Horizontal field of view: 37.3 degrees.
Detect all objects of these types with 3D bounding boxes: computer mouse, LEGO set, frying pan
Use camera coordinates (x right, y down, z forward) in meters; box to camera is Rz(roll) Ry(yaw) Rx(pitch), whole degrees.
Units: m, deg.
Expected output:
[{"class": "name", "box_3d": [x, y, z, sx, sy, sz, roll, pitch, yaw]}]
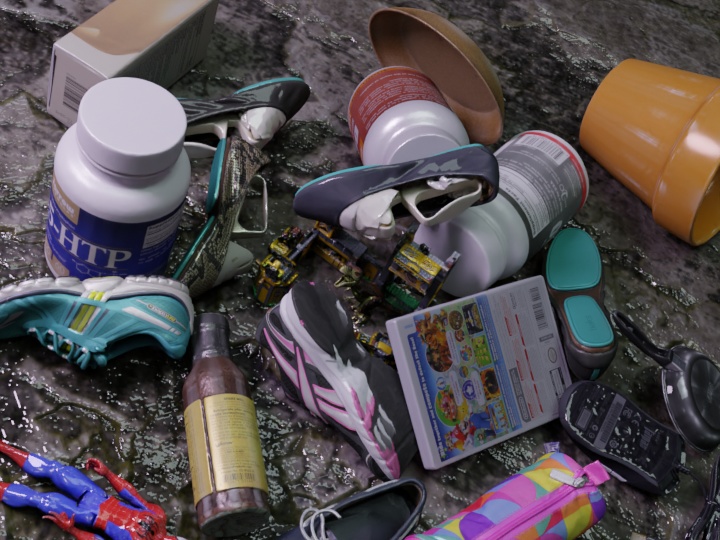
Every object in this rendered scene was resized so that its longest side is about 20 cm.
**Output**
[{"class": "computer mouse", "box_3d": [0.270, 0.205, 1.051, 0.200, 0.046, 0.140, 27, 62, 0]}, {"class": "LEGO set", "box_3d": [0.000, 0.000, 1.048, 0.200, 0.116, 0.154, 42, 51, 13]}, {"class": "frying pan", "box_3d": [0.336, 0.100, 1.114, 0.115, 0.031, 0.190, -35, 98, -47]}]

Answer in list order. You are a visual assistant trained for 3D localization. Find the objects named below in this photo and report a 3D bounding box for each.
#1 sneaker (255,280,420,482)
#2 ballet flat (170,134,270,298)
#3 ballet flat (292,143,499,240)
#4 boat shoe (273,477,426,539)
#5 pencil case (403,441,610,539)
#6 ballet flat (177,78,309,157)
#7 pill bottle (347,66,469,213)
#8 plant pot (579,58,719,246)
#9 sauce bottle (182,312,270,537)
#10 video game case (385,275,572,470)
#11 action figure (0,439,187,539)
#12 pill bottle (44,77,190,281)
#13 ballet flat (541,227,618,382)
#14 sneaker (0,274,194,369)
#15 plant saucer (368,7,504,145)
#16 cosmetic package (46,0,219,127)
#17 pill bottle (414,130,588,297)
[{"class": "sneaker", "box_3d": [-0.023, 0.108, 0.991, 0.080, 0.086, 0.200, -29, 88, -52]}, {"class": "ballet flat", "box_3d": [-0.130, -0.043, 1.054, 0.075, 0.068, 0.200, 23, 60, -14]}, {"class": "ballet flat", "box_3d": [0.038, -0.068, 1.001, 0.200, 0.073, 0.073, -14, 58, -6]}, {"class": "boat shoe", "box_3d": [-0.024, 0.236, 0.897, 0.200, 0.062, 0.075, -21, 67, -32]}, {"class": "pencil case", "box_3d": [0.128, 0.230, 0.945, 0.200, 0.088, 0.088, -25, 66, -32]}, {"class": "ballet flat", "box_3d": [-0.142, -0.154, 1.142, 0.200, 0.068, 0.068, -13, 68, -17]}, {"class": "pill bottle", "box_3d": [0.052, -0.138, 1.130, 0.112, 0.112, 0.200, 11, 24, -13]}, {"class": "plant pot", "box_3d": [0.373, -0.159, 1.282, 0.183, 0.200, 0.200, 34, 48, 27]}, {"class": "sauce bottle", "box_3d": [-0.122, 0.130, 0.937, 0.065, 0.065, 0.200, 2, 55, -20]}, {"class": "video game case", "box_3d": [0.122, 0.094, 1.036, 0.200, 0.018, 0.143, -15, 90, -37]}, {"class": "action figure", "box_3d": [-0.226, 0.188, 0.867, 0.200, 0.052, 0.065, 28, 46, -3]}, {"class": "pill bottle", "box_3d": [-0.218, -0.072, 0.965, 0.120, 0.200, 0.120, 10, 51, -13]}, {"class": "ballet flat", "box_3d": [0.227, 0.039, 1.132, 0.068, 0.068, 0.200, 1, 40, 4]}, {"class": "sneaker", "box_3d": [-0.247, 0.048, 0.940, 0.200, 0.078, 0.080, -2, 75, -9]}, {"class": "plant saucer", "box_3d": [0.093, -0.226, 1.205, 0.200, 0.200, 0.035, 41, 77, 12]}, {"class": "cosmetic package", "box_3d": [-0.241, -0.235, 1.145, 0.071, 0.105, 0.200, 33, 48, 6]}, {"class": "pill bottle", "box_3d": [0.152, -0.061, 1.156, 0.114, 0.114, 0.200, 41, 51, 12]}]
